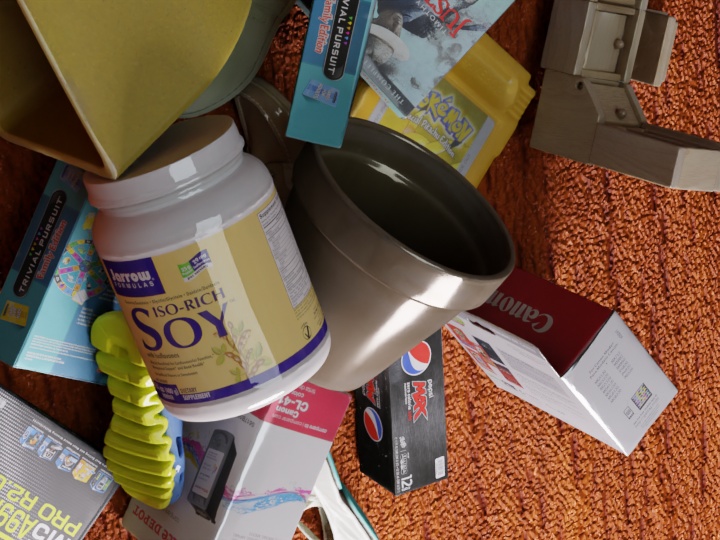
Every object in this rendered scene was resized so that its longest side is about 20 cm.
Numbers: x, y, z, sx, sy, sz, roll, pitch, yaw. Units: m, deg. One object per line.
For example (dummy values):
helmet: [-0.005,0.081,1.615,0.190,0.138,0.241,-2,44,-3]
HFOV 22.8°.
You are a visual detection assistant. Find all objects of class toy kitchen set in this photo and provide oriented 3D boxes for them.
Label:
toy kitchen set: [0.291,-0.190,1.670,0.163,0.180,0.201,0,105,-43]

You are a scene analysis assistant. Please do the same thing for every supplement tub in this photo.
supplement tub: [-0.118,-0.003,1.364,0.145,0.145,0.201,-29,111,-23]

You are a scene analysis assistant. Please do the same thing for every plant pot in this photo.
plant pot: [0.000,0.000,1.489,0.199,0.200,0.174,17,122,-37]
plant pot: [-0.197,-0.217,1.341,0.200,0.194,0.196,-39,124,-23]

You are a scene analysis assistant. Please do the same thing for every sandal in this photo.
sandal: [-0.167,0.110,1.486,0.087,0.079,0.201,-36,138,-45]

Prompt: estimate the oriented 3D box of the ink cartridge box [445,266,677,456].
ink cartridge box: [0.171,0.063,1.672,0.084,0.200,0.176,-50,127,-10]

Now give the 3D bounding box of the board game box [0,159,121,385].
board game box: [-0.210,-0.011,1.456,0.151,0.047,0.201,20,94,-58]

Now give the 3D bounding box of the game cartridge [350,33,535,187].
game cartridge: [0.059,-0.136,1.635,0.176,0.032,0.201,35,86,-37]

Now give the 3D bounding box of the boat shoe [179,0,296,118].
boat shoe: [-0.107,-0.210,1.456,0.074,0.066,0.200,21,127,-21]

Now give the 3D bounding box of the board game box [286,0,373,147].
board game box: [-0.009,-0.223,1.403,0.047,0.151,0.201,13,127,-1]

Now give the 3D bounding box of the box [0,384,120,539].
box: [-0.314,0.182,1.483,0.200,0.044,0.161,40,81,-37]

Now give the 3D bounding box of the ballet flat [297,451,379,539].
ballet flat: [-0.042,0.207,1.671,0.069,0.069,0.201,-37,124,-18]

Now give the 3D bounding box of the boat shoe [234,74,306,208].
boat shoe: [-0.068,-0.078,1.546,0.065,0.072,0.201,-38,129,-20]

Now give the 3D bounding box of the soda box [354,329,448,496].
soda box: [0.036,0.104,1.677,0.063,0.071,0.201,-14,113,-28]

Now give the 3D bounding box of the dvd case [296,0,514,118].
dvd case: [0.056,-0.255,1.571,0.200,0.022,0.146,-46,107,-11]

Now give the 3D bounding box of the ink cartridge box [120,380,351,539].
ink cartridge box: [-0.110,0.166,1.552,0.085,0.147,0.201,23,92,-37]
